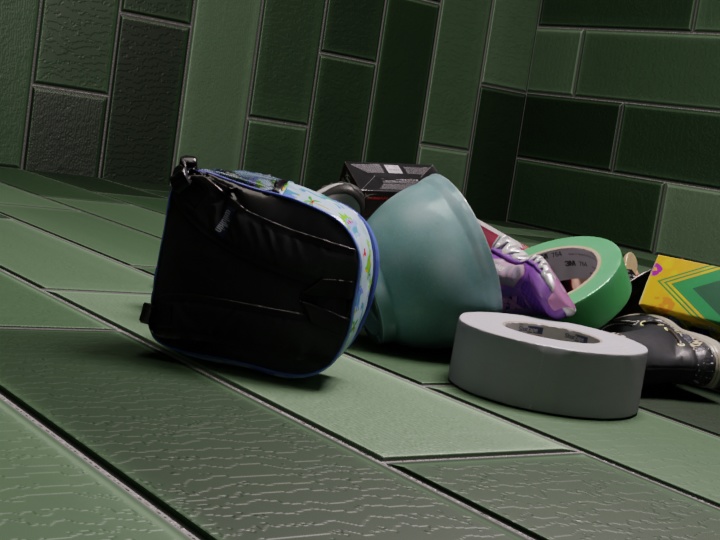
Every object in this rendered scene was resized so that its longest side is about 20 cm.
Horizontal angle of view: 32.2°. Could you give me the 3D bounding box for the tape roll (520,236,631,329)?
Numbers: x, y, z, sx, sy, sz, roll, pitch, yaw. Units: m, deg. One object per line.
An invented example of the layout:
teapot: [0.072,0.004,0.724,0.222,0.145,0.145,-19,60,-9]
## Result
tape roll: [0.234,0.027,1.551,0.198,0.049,0.201,-19,23,8]

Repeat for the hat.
hat: [0.363,0.067,1.640,0.199,0.081,0.201,-31,-13,-8]

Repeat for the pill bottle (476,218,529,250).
pill bottle: [0.157,-0.018,1.790,0.199,0.111,0.109,26,-3,-30]

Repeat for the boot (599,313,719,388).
boot: [0.304,0.091,1.445,0.152,0.074,0.203,2,8,-29]

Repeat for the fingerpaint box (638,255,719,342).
fingerpaint box: [0.459,0.069,1.533,0.166,0.074,0.200,15,-16,39]

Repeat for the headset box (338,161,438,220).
headset box: [0.028,-0.055,1.833,0.147,0.201,0.075,0,38,-25]

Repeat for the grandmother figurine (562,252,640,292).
grandmother figurine: [0.333,0.030,1.883,0.199,0.122,0.060,-11,18,42]

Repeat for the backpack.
backpack: [-0.084,0.002,1.199,0.198,0.185,0.147,15,9,12]

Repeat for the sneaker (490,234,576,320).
sneaker: [0.179,0.025,1.454,0.088,0.081,0.200,-34,20,-6]

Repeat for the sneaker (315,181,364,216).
sneaker: [-0.061,-0.013,1.431,0.074,0.201,0.079,38,3,-26]

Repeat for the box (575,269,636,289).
box: [0.320,0.043,1.708,0.035,0.110,0.200,56,18,13]

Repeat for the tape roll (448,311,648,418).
tape roll: [0.192,0.095,1.285,0.198,0.067,0.200,9,6,-1]

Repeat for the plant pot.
plant pot: [0.058,0.007,1.433,0.133,0.202,0.200,-21,15,-14]
